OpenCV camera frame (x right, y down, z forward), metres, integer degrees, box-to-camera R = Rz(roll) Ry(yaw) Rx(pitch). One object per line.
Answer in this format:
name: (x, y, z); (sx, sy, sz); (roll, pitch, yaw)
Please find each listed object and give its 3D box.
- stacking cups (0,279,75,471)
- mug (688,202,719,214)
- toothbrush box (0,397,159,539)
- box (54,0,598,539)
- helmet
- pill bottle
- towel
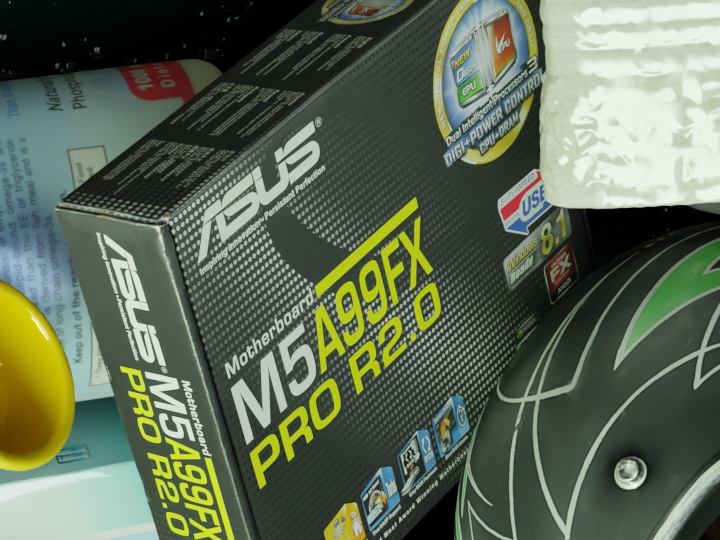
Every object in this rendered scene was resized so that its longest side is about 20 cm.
stacking cups: (-0.174, 0.066, 0.812); (0.200, 0.061, 0.060); (-28, 121, 34)
mug: (0.131, -0.122, 0.904); (0.199, 0.148, 0.176); (-9, 109, 19)
toothbrush box: (-0.107, 0.120, 0.936); (0.199, 0.085, 0.147); (-8, 112, -13)
box: (0.000, 0.000, 0.850); (0.200, 0.044, 0.161); (-42, 130, -40)
helmet: (0.128, 0.078, 0.850); (0.190, 0.200, 0.201); (12, 107, 6)
pill bottle: (-0.137, -0.005, 0.869); (0.199, 0.109, 0.109); (-8, 111, -14)
towel: (0.150, -0.089, 0.814); (0.199, 0.034, 0.133); (-2, 103, 12)
